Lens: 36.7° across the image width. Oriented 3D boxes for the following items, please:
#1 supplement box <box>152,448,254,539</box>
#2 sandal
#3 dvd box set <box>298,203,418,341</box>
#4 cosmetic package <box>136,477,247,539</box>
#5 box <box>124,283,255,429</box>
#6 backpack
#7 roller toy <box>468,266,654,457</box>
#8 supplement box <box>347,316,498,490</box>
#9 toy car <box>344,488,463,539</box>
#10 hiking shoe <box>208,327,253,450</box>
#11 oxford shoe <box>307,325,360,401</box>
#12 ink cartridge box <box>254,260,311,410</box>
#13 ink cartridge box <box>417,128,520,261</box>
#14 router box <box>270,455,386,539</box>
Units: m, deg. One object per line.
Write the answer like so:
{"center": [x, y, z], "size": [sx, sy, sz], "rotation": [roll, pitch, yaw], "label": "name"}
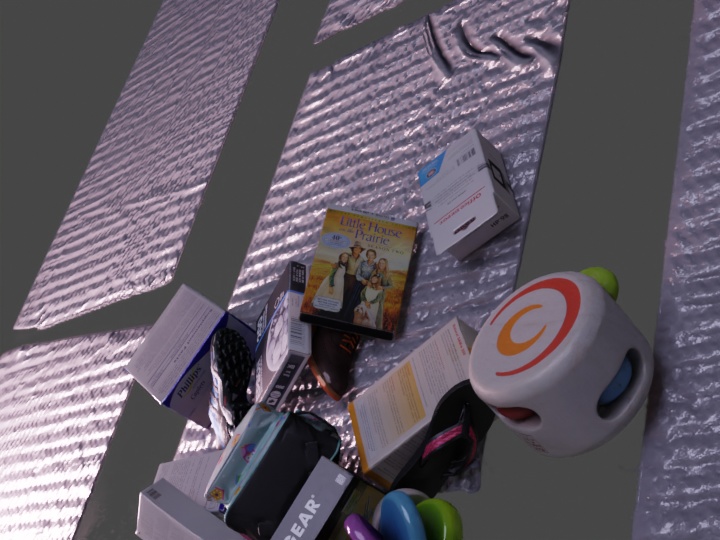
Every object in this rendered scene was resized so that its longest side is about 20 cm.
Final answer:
{"center": [-0.214, 0.335, 1.586], "size": [0.199, 0.101, 0.104], "rotation": [-20, 45, 40], "label": "supplement box"}
{"center": [0.104, 0.219, 1.307], "size": [0.201, 0.075, 0.045], "rotation": [-60, 19, 17], "label": "sandal"}
{"center": [0.000, 0.000, 1.617], "size": [0.030, 0.145, 0.201], "rotation": [99, -175, -57], "label": "dvd box set"}
{"center": [-0.217, 0.374, 1.482], "size": [0.199, 0.051, 0.083], "rotation": [30, 124, 24], "label": "cosmetic package"}
{"center": [-0.282, 0.143, 1.849], "size": [0.185, 0.105, 0.200], "rotation": [-56, 32, -6], "label": "box"}
{"center": [-0.106, 0.264, 1.431], "size": [0.152, 0.200, 0.177], "rotation": [28, 87, 12], "label": "backpack"}
{"center": [0.225, 0.109, 1.216], "size": [0.199, 0.140, 0.183], "rotation": [-34, 26, 24], "label": "roller toy"}
{"center": [0.086, 0.173, 1.389], "size": [0.200, 0.073, 0.127], "rotation": [-40, 34, 19], "label": "supplement box"}
{"center": [0.027, 0.336, 1.238], "size": [0.200, 0.150, 0.175], "rotation": [-51, 32, 2], "label": "toy car"}
{"center": [-0.215, 0.190, 1.711], "size": [0.086, 0.074, 0.202], "rotation": [-33, 57, 39], "label": "hiking shoe"}
{"center": [-0.036, 0.106, 1.612], "size": [0.072, 0.071, 0.201], "rotation": [-32, 38, 19], "label": "oxford shoe"}
{"center": [-0.129, 0.121, 1.664], "size": [0.199, 0.043, 0.201], "rotation": [-95, 26, -49], "label": "ink cartridge box"}
{"center": [0.156, -0.097, 1.564], "size": [0.115, 0.067, 0.201], "rotation": [-36, 36, 23], "label": "ink cartridge box"}
{"center": [-0.052, 0.339, 1.326], "size": [0.052, 0.157, 0.201], "rotation": [28, 82, 28], "label": "router box"}
